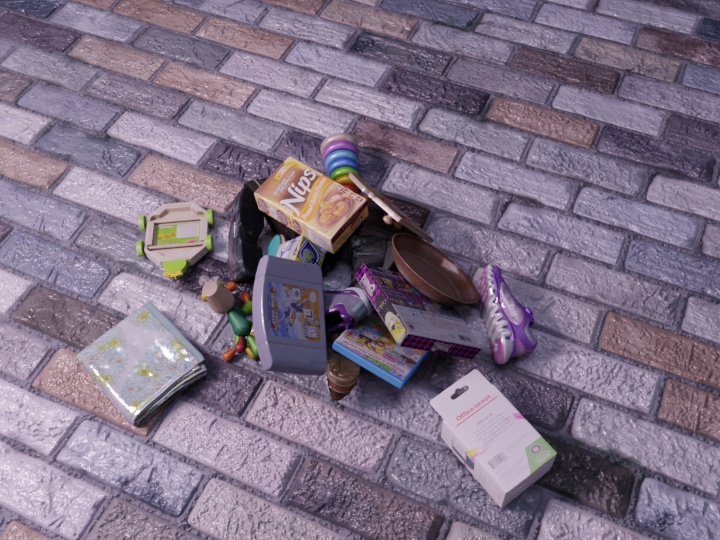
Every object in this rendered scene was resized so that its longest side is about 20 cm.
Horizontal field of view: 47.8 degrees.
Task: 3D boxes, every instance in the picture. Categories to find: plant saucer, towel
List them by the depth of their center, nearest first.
[{"bbox_3d":[-0.397,0.167,1.480,0.171,0.048,0.200,-37,60,-24],"label":"towel"},{"bbox_3d":[0.134,0.006,1.539,0.199,0.037,0.201,30,24,-15],"label":"plant saucer"}]

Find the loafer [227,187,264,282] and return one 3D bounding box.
[{"bbox_3d":[-0.240,-0.072,1.626,0.072,0.072,0.202,-26,52,37],"label":"loafer"}]

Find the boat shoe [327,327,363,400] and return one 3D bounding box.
[{"bbox_3d":[-0.021,0.152,1.466,0.071,0.068,0.201,17,37,4],"label":"boat shoe"}]

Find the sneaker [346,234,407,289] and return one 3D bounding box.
[{"bbox_3d":[0.000,0.000,1.577,0.113,0.077,0.200,22,50,21],"label":"sneaker"}]

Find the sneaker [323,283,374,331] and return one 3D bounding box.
[{"bbox_3d":[-0.073,0.072,1.477,0.199,0.075,0.088,-6,28,42],"label":"sneaker"}]

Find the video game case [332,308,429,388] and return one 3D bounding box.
[{"bbox_3d":[0.056,0.121,1.466,0.142,0.018,0.200,29,36,14],"label":"video game case"}]

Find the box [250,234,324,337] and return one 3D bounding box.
[{"bbox_3d":[-0.130,0.039,1.474,0.070,0.064,0.202,-19,45,41],"label":"box"}]

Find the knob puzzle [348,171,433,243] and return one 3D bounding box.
[{"bbox_3d":[0.040,-0.129,1.623,0.031,0.219,0.220,-50,61,8],"label":"knob puzzle"}]

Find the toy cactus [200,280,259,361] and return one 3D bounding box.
[{"bbox_3d":[-0.244,0.076,1.480,0.102,0.165,0.201,-29,53,3],"label":"toy cactus"}]

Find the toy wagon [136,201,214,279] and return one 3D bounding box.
[{"bbox_3d":[-0.377,-0.057,1.656,0.153,0.040,0.202,-5,53,-2],"label":"toy wagon"}]

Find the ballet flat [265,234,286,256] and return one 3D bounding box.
[{"bbox_3d":[-0.159,0.015,1.580,0.069,0.070,0.201,3,44,4],"label":"ballet flat"}]

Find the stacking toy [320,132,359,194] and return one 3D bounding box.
[{"bbox_3d":[-0.036,-0.193,1.729,0.084,0.086,0.202,-6,57,-3],"label":"stacking toy"}]

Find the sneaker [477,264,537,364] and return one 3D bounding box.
[{"bbox_3d":[0.276,0.079,1.514,0.087,0.081,0.202,-3,57,-9],"label":"sneaker"}]

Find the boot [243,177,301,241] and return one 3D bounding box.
[{"bbox_3d":[-0.139,-0.146,1.699,0.137,0.078,0.200,-26,57,-23],"label":"boot"}]

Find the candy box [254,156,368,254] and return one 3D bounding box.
[{"bbox_3d":[-0.096,-0.130,1.592,0.199,0.056,0.116,31,65,22],"label":"candy box"}]

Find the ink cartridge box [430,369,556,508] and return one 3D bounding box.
[{"bbox_3d":[0.216,0.278,1.364,0.116,0.068,0.200,-30,59,-19],"label":"ink cartridge box"}]

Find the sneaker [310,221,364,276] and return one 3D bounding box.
[{"bbox_3d":[-0.070,-0.061,1.622,0.078,0.076,0.200,28,64,23],"label":"sneaker"}]

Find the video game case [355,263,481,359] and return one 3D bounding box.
[{"bbox_3d":[0.104,0.074,1.457,0.199,0.036,0.182,14,32,-43],"label":"video game case"}]

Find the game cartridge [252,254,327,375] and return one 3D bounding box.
[{"bbox_3d":[-0.122,0.076,1.391,0.132,0.041,0.202,13,63,-41],"label":"game cartridge"}]
